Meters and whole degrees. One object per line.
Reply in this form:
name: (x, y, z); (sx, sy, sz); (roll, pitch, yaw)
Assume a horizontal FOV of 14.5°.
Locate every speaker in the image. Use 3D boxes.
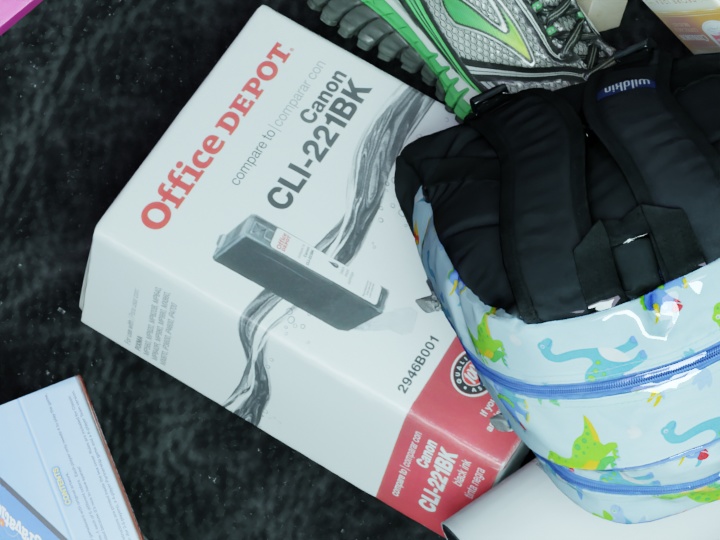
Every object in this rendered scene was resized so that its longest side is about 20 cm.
speaker: (0.132, 0.079, 1.139); (0.200, 0.081, 0.081); (-34, 85, -8)

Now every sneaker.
sneaker: (0.064, -0.107, 1.209); (0.200, 0.078, 0.085); (37, 116, 20)

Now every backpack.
backpack: (0.103, 0.003, 1.071); (0.163, 0.200, 0.154); (-16, 100, 0)

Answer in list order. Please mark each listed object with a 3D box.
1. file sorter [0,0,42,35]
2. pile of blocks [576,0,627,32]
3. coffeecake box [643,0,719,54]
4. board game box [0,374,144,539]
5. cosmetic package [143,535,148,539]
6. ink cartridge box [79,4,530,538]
file sorter: (-0.235, -0.189, 1.257); (0.139, 0.125, 0.200); (-38, 84, 6)
pile of blocks: (0.091, -0.206, 1.250); (0.062, 0.082, 0.201); (-17, 98, -34)
coffeecake box: (0.138, -0.211, 1.176); (0.200, 0.073, 0.154); (45, 80, -16)
board game box: (-0.129, 0.155, 1.182); (0.103, 0.019, 0.201); (-21, 80, -5)
cosmetic package: (-0.074, 0.193, 1.240); (0.071, 0.101, 0.200); (-45, 83, -3)
ink cartridge box: (0.000, 0.000, 1.212); (0.200, 0.084, 0.144); (29, 60, 8)
